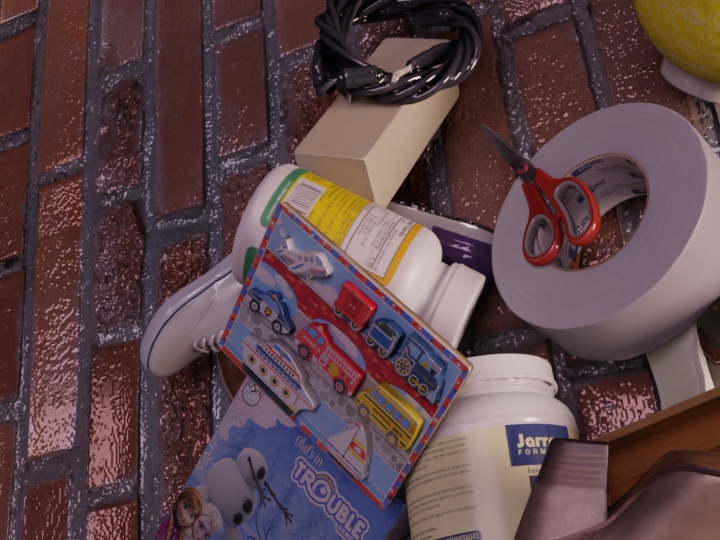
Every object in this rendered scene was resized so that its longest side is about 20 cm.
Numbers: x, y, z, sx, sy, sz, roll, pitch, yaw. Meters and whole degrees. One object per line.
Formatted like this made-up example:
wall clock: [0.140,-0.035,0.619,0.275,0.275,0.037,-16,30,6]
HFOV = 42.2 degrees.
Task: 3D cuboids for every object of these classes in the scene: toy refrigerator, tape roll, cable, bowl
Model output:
toy refrigerator: [0.021,-0.138,0.881,0.075,0.071,0.201,8,45,27]
tape roll: [0.203,-0.032,0.759,0.199,0.066,0.203,-31,43,34]
cable: [0.035,-0.226,0.885,0.160,0.051,0.202,-6,40,11]
bowl: [0.308,-0.205,0.779,0.199,0.198,0.109,39,132,31]

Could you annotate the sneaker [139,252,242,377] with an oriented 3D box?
sneaker: [-0.132,0.044,0.885,0.200,0.073,0.071,-42,53,16]

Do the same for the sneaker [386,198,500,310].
sneaker: [0.034,-0.019,0.876,0.198,0.075,0.089,19,91,35]

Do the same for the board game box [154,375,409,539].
board game box: [-0.070,0.222,0.827,0.199,0.043,0.201,37,100,31]

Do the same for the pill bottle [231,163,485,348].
pill bottle: [0.000,0.000,0.787,0.197,0.113,0.114,25,82,10]

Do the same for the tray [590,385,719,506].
tray: [0.234,0.151,0.668,0.200,0.036,0.100,-42,49,52]

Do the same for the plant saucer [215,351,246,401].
plant saucer: [-0.055,0.054,0.897,0.197,0.034,0.204,-9,72,30]

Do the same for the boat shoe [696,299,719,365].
boat shoe: [0.345,0.035,0.665,0.197,0.076,0.075,-19,105,7]

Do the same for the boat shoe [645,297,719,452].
boat shoe: [0.269,0.068,0.736,0.072,0.059,0.205,138,137,-55]

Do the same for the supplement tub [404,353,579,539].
supplement tub: [0.106,0.181,0.721,0.143,0.145,0.204,-15,65,19]

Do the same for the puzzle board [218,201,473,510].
puzzle board: [-0.023,0.067,0.717,0.199,0.017,0.152,41,122,22]

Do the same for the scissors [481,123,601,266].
scissors: [0.151,-0.084,0.798,0.073,0.014,0.202,-40,37,27]

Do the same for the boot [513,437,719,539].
boot: [0.188,0.186,0.577,0.197,0.070,0.149,1,85,28]
